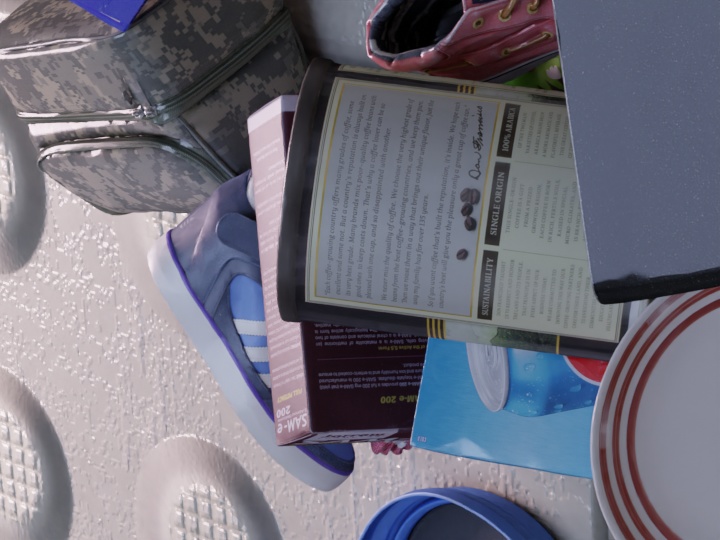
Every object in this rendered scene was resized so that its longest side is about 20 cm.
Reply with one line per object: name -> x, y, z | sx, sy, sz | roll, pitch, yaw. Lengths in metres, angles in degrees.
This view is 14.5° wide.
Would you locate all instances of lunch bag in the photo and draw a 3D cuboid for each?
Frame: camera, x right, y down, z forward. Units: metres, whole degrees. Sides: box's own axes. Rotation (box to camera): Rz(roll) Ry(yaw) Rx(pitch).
lunch bag -> -0.125, -0.113, 1.831 | 0.200, 0.139, 0.168 | 0, 127, 48

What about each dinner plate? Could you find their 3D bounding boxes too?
dinner plate -> 0.215, 0.086, 1.509 | 0.024, 0.200, 0.201 | -142, 41, -74

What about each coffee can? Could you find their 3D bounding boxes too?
coffee can -> 0.064, -0.032, 1.547 | 0.199, 0.146, 0.147 | 8, 116, 6

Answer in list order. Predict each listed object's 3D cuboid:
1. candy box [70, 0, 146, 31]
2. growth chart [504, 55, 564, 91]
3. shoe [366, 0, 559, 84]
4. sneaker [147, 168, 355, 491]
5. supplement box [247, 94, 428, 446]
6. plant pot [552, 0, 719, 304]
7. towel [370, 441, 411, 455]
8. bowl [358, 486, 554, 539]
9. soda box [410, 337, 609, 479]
candy box -> -0.115, -0.273, 1.705 | 0.077, 0.200, 0.169 | 27, 137, -16
growth chart -> 0.123, -0.105, 1.647 | 0.200, 0.018, 0.145 | 32, 127, 37
shoe -> 0.096, -0.158, 1.574 | 0.200, 0.091, 0.072 | -27, 71, 37
sneaker -> -0.022, 0.025, 1.744 | 0.146, 0.081, 0.200 | -32, 101, 16
supplement box -> 0.000, 0.000, 1.667 | 0.061, 0.109, 0.201 | 153, 114, -64
plant pot -> 0.227, -0.103, 1.417 | 0.177, 0.200, 0.200 | 0, 105, 33
towel -> 0.039, 0.009, 1.741 | 0.200, 0.030, 0.147 | -51, 48, 49
bowl -> 0.075, 0.232, 1.816 | 0.200, 0.039, 0.201 | 20, 119, 41
soda box -> 0.133, 0.084, 1.583 | 0.199, 0.064, 0.068 | 9, 87, 13
